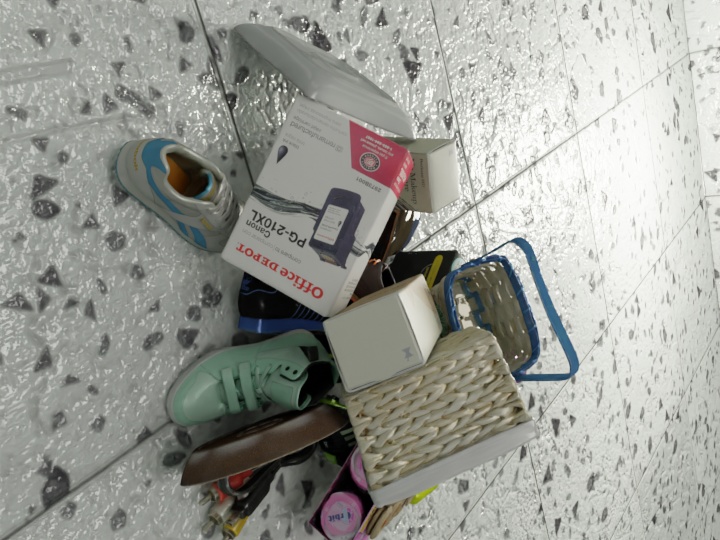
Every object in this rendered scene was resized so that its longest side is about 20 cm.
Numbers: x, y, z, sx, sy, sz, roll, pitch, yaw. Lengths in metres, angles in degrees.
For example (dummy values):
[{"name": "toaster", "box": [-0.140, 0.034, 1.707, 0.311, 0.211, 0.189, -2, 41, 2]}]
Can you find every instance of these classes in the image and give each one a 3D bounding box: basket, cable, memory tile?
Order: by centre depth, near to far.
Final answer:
[{"name": "basket", "box": [0.080, 0.156, 0.755, 0.196, 0.136, 0.126, -21, 90, -3]}, {"name": "cable", "box": [-0.129, 0.249, 0.840, 0.200, 0.049, 0.099, -44, 126, -51]}, {"name": "basket", "box": [0.179, 0.066, 0.864, 0.137, 0.199, 0.180, -20, 86, -37]}, {"name": "memory tile", "box": [0.073, 0.286, 0.928, 0.156, 0.017, 0.199, -63, 162, 8]}]

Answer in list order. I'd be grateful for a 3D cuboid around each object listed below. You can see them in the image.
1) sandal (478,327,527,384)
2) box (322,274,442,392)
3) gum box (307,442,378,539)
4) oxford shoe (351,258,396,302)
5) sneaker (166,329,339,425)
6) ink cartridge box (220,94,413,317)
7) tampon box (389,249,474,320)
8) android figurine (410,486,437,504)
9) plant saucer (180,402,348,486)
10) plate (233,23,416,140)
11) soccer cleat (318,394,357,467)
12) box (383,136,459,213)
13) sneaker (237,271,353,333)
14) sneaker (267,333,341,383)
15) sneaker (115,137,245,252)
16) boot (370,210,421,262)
[{"name": "sandal", "box": [0.207, 0.132, 1.011, 0.200, 0.049, 0.085, 14, 80, -44]}, {"name": "box", "box": [0.033, 0.065, 0.758, 0.200, 0.093, 0.080, -22, 90, -78]}, {"name": "gum box", "box": [0.021, 0.274, 0.904, 0.202, 0.065, 0.114, -57, 160, -9]}, {"name": "oxford shoe", "box": [0.000, 0.000, 0.897, 0.200, 0.073, 0.071, 47, 25, 4]}, {"name": "sneaker", "box": [-0.120, 0.130, 0.754, 0.197, 0.118, 0.076, -23, 110, -21]}, {"name": "ink cartridge box", "box": [-0.047, -0.068, 0.753, 0.204, 0.142, 0.084, -63, 171, 1]}, {"name": "tampon box", "box": [0.129, 0.086, 1.055, 0.200, 0.124, 0.153, 43, 60, -39]}, {"name": "android figurine", "box": [0.082, 0.280, 1.067, 0.198, 0.040, 0.188, -15, 101, -49]}, {"name": "plant saucer", "box": [-0.110, 0.189, 0.745, 0.198, 0.198, 0.033, -14, 83, -47]}, {"name": "plate", "box": [-0.038, -0.245, 0.834, 0.197, 0.200, 0.033, 9, 121, -47]}, {"name": "soccer cleat", "box": [-0.031, 0.219, 0.902, 0.200, 0.066, 0.083, 47, 61, -55]}, {"name": "box", "box": [0.034, -0.133, 0.891, 0.068, 0.197, 0.084, -29, 119, -41]}, {"name": "sneaker", "box": [-0.074, 0.035, 0.871, 0.197, 0.069, 0.080, 0, 97, -47]}, {"name": "sneaker", "box": [-0.051, 0.117, 0.886, 0.197, 0.081, 0.074, -5, 93, -48]}, {"name": "sneaker", "box": [-0.176, -0.076, 0.748, 0.199, 0.079, 0.078, 35, 64, -49]}, {"name": "boot", "box": [0.038, -0.032, 0.991, 0.096, 0.074, 0.205, 27, 81, -51]}]
